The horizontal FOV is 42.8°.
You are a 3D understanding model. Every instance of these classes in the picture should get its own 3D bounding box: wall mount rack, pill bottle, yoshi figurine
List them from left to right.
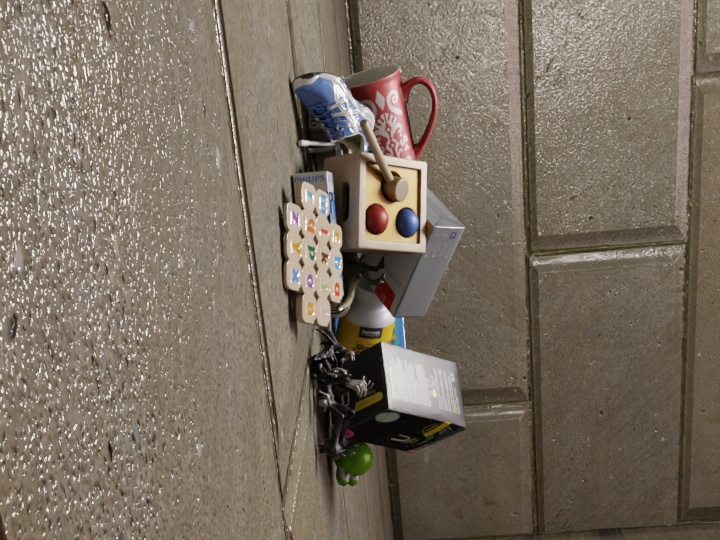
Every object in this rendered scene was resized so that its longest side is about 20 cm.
[{"bbox_3d":[-0.065,-0.161,1.618,0.174,0.073,0.204,-95,180,-87],"label":"wall mount rack"},{"bbox_3d":[-0.012,0.291,1.685,0.112,0.110,0.204,48,39,-73],"label":"yoshi figurine"},{"bbox_3d":[0.009,0.111,1.810,0.113,0.110,0.203,-89,-172,-61],"label":"pill bottle"}]

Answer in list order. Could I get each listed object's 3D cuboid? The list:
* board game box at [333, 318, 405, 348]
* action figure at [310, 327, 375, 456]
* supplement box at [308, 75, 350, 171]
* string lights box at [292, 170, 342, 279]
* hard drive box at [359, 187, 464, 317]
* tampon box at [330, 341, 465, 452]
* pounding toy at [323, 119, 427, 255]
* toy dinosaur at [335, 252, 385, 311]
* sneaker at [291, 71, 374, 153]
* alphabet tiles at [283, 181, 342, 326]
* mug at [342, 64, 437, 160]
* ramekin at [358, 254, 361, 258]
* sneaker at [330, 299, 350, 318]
[{"bbox_3d":[0.018,0.116,1.945,0.045,0.149,0.203,105,-16,-71],"label":"board game box"},{"bbox_3d":[-0.029,0.194,1.504,0.119,0.100,0.204,-5,92,-75],"label":"action figure"},{"bbox_3d":[-0.057,-0.270,1.826,0.201,0.072,0.128,80,7,-59],"label":"supplement box"},{"bbox_3d":[-0.068,-0.054,1.472,0.103,0.058,0.204,-46,132,-84],"label":"string lights box"},{"bbox_3d":[0.088,-0.040,1.690,0.156,0.076,0.202,51,-50,42],"label":"hard drive box"},{"bbox_3d":[0.064,0.229,1.633,0.198,0.149,0.128,19,53,-38],"label":"tampon box"},{"bbox_3d":[0.028,-0.134,1.550,0.141,0.182,0.204,-1,-93,50],"label":"pounding toy"},{"bbox_3d":[0.000,0.000,1.637,0.048,0.086,0.202,94,-3,-48],"label":"toy dinosaur"},{"bbox_3d":[-0.041,-0.266,1.554,0.199,0.075,0.078,29,54,-44],"label":"sneaker"},{"bbox_3d":[-0.070,-0.022,1.340,0.195,0.014,0.204,19,69,-67],"label":"alphabet tiles"},{"bbox_3d":[0.051,-0.263,1.694,0.133,0.175,0.203,-39,121,-45],"label":"mug"},{"bbox_3d":[0.022,-0.059,1.977,0.202,0.199,0.096,-71,-179,-82],"label":"ramekin"},{"bbox_3d":[-0.044,-0.024,1.710,0.116,0.074,0.204,82,7,-71],"label":"sneaker"}]
